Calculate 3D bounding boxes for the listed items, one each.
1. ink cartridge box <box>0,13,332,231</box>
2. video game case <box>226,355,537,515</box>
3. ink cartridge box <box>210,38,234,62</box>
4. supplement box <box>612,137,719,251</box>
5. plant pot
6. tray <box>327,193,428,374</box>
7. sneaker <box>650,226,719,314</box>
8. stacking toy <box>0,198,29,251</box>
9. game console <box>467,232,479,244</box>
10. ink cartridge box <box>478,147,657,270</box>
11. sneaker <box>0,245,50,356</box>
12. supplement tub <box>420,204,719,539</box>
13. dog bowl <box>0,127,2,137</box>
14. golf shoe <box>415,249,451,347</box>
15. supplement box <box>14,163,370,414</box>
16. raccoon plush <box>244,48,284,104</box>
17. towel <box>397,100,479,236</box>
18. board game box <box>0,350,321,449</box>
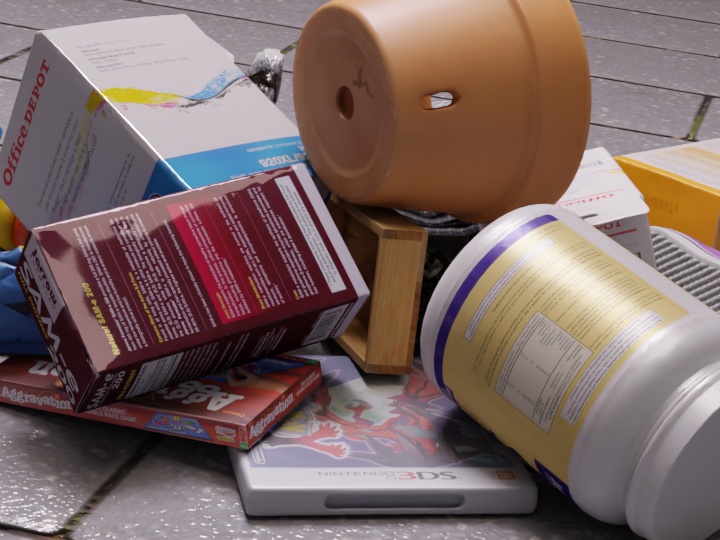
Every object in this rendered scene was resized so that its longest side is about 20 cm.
[{"bbox_3d":[-0.147,-0.070,1.342,0.144,0.148,0.200,-14,51,-44],"label":"ink cartridge box"},{"bbox_3d":[0.001,0.103,1.187,0.181,0.023,0.200,1,20,-13],"label":"video game case"},{"bbox_3d":[-0.165,-0.144,1.676,0.050,0.109,0.200,34,15,-15],"label":"ink cartridge box"},{"bbox_3d":[0.328,-0.063,1.655,0.199,0.074,0.126,-12,27,-44],"label":"supplement box"},{"bbox_3d":[0.044,-0.124,1.272,0.140,0.201,0.200,-11,26,-30],"label":"plant pot"},{"bbox_3d":[0.000,0.000,1.312,0.037,0.099,0.200,3,11,-15],"label":"tray"},{"bbox_3d":[0.298,0.033,1.400,0.114,0.073,0.201,17,24,-37],"label":"sneaker"},{"bbox_3d":[-0.277,-0.045,1.448,0.200,0.086,0.085,29,29,33],"label":"stacking toy"},{"bbox_3d":[0.172,0.002,1.500,0.176,0.031,0.200,8,21,5],"label":"game console"},{"bbox_3d":[0.153,-0.029,1.380,0.117,0.068,0.200,-13,17,1],"label":"ink cartridge box"},{"bbox_3d":[-0.253,0.019,1.214,0.199,0.079,0.066,-6,23,0],"label":"sneaker"},{"bbox_3d":[0.150,0.065,1.130,0.145,0.146,0.200,-12,39,-41],"label":"supplement tub"},{"bbox_3d":[-0.392,-0.091,1.559,0.111,0.050,0.200,16,23,26],"label":"dog bowl"},{"bbox_3d":[0.072,0.040,1.330,0.088,0.077,0.200,43,-11,-22],"label":"golf shoe"},{"bbox_3d":[-0.107,0.009,1.171,0.199,0.061,0.109,-15,67,-30],"label":"supplement box"},{"bbox_3d":[-0.147,-0.111,1.583,0.133,0.097,0.200,8,42,4],"label":"raccoon plush"},{"bbox_3d":[0.072,-0.087,1.591,0.199,0.086,0.165,-2,20,36],"label":"towel"},{"bbox_3d":[-0.137,0.071,1.195,0.199,0.020,0.103,8,26,24],"label":"board game box"}]
